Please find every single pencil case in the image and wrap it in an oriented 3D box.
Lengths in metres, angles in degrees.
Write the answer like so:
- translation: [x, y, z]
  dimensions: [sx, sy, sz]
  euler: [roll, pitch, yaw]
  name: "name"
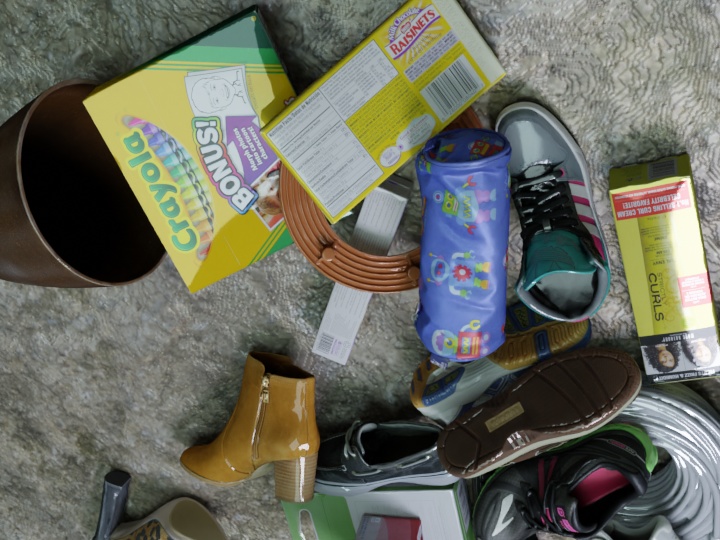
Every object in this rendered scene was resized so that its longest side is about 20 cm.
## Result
- translation: [0.086, -0.020, 0.879]
  dimensions: [0.085, 0.078, 0.204]
  euler: [3, 116, 8]
  name: "pencil case"

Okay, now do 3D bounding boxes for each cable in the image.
- translation: [0.271, 0.190, 1.002]
  dimensions: [0.196, 0.070, 0.203]
  euler: [12, 123, 12]
  name: "cable"

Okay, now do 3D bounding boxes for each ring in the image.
- translation: [0.025, -0.076, 0.908]
  dimensions: [0.196, 0.019, 0.205]
  euler: [-2, 103, -8]
  name: "ring"

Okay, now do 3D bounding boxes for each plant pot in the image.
- translation: [-0.307, -0.062, 0.973]
  dimensions: [0.197, 0.187, 0.189]
  euler: [-12, 115, 35]
  name: "plant pot"

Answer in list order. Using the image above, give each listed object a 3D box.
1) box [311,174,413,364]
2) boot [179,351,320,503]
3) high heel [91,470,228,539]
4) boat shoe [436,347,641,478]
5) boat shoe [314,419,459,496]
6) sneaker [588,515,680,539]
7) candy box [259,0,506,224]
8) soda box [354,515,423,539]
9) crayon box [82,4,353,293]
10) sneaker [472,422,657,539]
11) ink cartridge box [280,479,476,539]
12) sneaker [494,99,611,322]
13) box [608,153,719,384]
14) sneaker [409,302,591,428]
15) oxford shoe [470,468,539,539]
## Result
- translation: [0.000, 0.000, 0.990]
  dimensions: [0.041, 0.039, 0.203]
  euler: [20, 121, 1]
  name: "box"
- translation: [-0.120, 0.159, 1.097]
  dimensions: [0.198, 0.070, 0.147]
  euler: [5, 98, 38]
  name: "boot"
- translation: [-0.233, 0.339, 1.209]
  dimensions: [0.197, 0.071, 0.145]
  euler: [24, 116, 20]
  name: "high heel"
- translation: [0.167, 0.130, 0.942]
  dimensions: [0.200, 0.075, 0.076]
  euler: [-26, 67, 20]
  name: "boat shoe"
- translation: [0.014, 0.182, 1.052]
  dimensions: [0.197, 0.073, 0.071]
  euler: [-12, 134, 27]
  name: "boat shoe"
- translation: [0.223, 0.285, 0.997]
  dimensions: [0.197, 0.075, 0.088]
  euler: [-22, 105, 19]
  name: "sneaker"
- translation: [0.019, -0.144, 0.867]
  dimensions: [0.199, 0.026, 0.103]
  euler: [-40, 102, 1]
  name: "candy box"
- translation: [0.014, 0.332, 1.001]
  dimensions: [0.069, 0.201, 0.065]
  euler: [1, 117, 13]
  name: "soda box"
- translation: [-0.124, -0.107, 0.925]
  dimensions: [0.170, 0.058, 0.202]
  euler: [-26, 110, 4]
  name: "crayon box"
- translation: [0.182, 0.209, 0.944]
  dimensions: [0.199, 0.084, 0.077]
  euler: [-36, 102, 26]
  name: "sneaker"
- translation: [0.021, 0.266, 1.116]
  dimensions: [0.196, 0.060, 0.106]
  euler: [-6, 116, 18]
  name: "ink cartridge box"
- translation: [0.163, -0.037, 0.880]
  dimensions: [0.082, 0.121, 0.202]
  euler: [-19, 111, 23]
  name: "sneaker"
- translation: [0.276, 0.002, 0.913]
  dimensions: [0.074, 0.050, 0.203]
  euler: [-8, 115, 20]
  name: "box"
- translation: [0.147, 0.098, 0.997]
  dimensions: [0.198, 0.076, 0.088]
  euler: [-28, 124, 29]
  name: "sneaker"
- translation: [0.140, 0.252, 1.061]
  dimensions: [0.072, 0.084, 0.203]
  euler: [-25, 120, -20]
  name: "oxford shoe"
